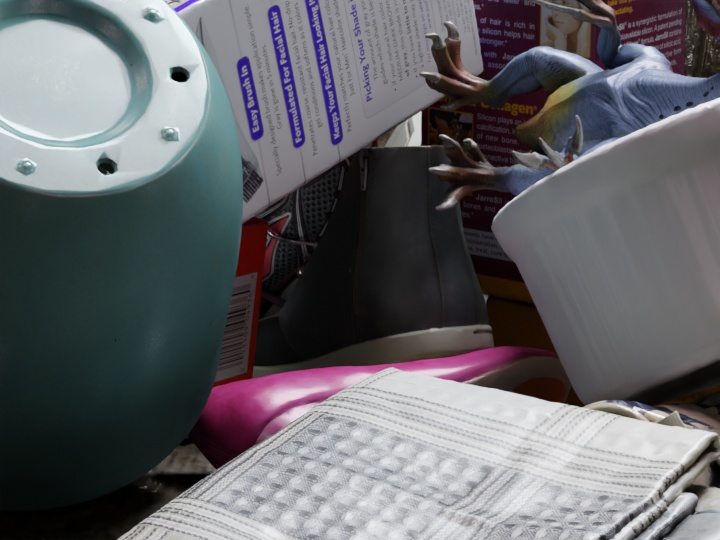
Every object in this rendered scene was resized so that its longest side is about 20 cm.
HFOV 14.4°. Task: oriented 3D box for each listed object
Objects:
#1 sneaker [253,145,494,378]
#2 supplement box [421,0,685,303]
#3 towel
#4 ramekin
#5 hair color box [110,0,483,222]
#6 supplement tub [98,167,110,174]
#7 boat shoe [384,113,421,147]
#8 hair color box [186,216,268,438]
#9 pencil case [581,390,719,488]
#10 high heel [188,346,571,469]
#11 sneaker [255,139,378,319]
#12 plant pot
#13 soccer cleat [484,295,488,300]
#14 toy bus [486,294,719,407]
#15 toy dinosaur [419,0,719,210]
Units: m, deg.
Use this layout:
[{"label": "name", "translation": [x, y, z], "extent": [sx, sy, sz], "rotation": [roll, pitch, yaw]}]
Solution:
[{"label": "sneaker", "translation": [0.000, 0.000, 1.395], "extent": [0.074, 0.107, 0.200], "rotation": [-1, -7, -32]}, {"label": "supplement box", "translation": [0.096, -0.090, 1.418], "extent": [0.110, 0.201, 0.085], "rotation": [10, 18, 36]}, {"label": "towel", "translation": [0.029, 0.094, 1.053], "extent": [0.199, 0.035, 0.192], "rotation": [15, 29, 35]}, {"label": "ramekin", "translation": [0.165, -0.011, 1.230], "extent": [0.199, 0.098, 0.201], "rotation": [-19, -9, -3]}, {"label": "hair color box", "translation": [-0.033, -0.106, 1.314], "extent": [0.065, 0.110, 0.200], "rotation": [12, 34, 39]}, {"label": "supplement tub", "translation": [-0.158, -0.054, 1.646], "extent": [0.199, 0.123, 0.123], "rotation": [7, 10, 4]}, {"label": "boat shoe", "translation": [0.034, -0.027, 1.526], "extent": [0.062, 0.075, 0.200], "rotation": [28, 22, -7]}, {"label": "hair color box", "translation": [-0.147, 0.009, 1.363], "extent": [0.199, 0.102, 0.061], "rotation": [11, 12, 28]}, {"label": "pencil case", "translation": [0.150, 0.085, 1.198], "extent": [0.089, 0.078, 0.200], "rotation": [-26, -10, 33]}, {"label": "high heel", "translation": [0.011, 0.061, 1.286], "extent": [0.096, 0.068, 0.199], "rotation": [26, 32, 33]}, {"label": "sneaker", "translation": [-0.047, -0.027, 1.460], "extent": [0.074, 0.200, 0.081], "rotation": [4, 47, -26]}, {"label": "plant pot", "translation": [-0.137, -0.031, 1.147], "extent": [0.199, 0.161, 0.202], "rotation": [9, 51, -11]}, {"label": "soccer cleat", "translation": [0.123, 0.018, 1.511], "extent": [0.086, 0.070, 0.200], "rotation": [-12, 14, -32]}, {"label": "toy bus", "translation": [0.159, 0.052, 1.413], "extent": [0.199, 0.066, 0.078], "rotation": [8, 14, 25]}, {"label": "toy dinosaur", "translation": [0.114, -0.083, 1.258], "extent": [0.180, 0.106, 0.200], "rotation": [-4, -10, 32]}]
